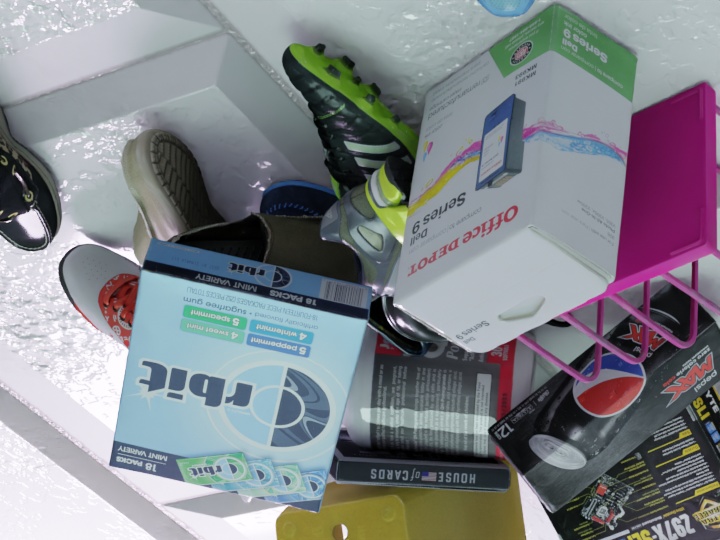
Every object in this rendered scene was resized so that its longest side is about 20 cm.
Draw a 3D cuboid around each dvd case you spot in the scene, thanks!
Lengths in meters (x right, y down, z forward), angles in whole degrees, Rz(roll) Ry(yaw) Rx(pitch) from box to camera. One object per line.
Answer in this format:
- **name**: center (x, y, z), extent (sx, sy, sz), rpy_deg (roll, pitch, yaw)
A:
- **dvd case**: center (0.038, 0.163, 1.859), extent (0.150, 0.025, 0.200), rpy_deg (4, -177, -9)

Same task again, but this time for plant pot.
- **plant pot**: center (0.030, 0.279, 1.936), extent (0.199, 0.201, 0.176), rpy_deg (-12, 170, 27)

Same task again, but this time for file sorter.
- **file sorter**: center (0.213, -0.018, 1.576), extent (0.200, 0.139, 0.125), rpy_deg (-24, 137, 39)

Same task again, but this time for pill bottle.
- **pill bottle**: center (0.048, 0.100, 1.805), extent (0.199, 0.111, 0.111), rpy_deg (4, 146, 6)

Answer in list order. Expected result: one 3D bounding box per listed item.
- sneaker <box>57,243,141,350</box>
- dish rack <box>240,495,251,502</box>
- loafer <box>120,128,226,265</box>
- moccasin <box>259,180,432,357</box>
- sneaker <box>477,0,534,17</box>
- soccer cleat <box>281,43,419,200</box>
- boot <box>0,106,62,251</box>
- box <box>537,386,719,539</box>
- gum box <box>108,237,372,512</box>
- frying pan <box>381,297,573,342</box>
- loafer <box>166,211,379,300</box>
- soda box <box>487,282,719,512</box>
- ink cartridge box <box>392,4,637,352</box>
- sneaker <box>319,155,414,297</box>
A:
- **sneaker**: center (-0.163, 0.042, 1.735), extent (0.201, 0.067, 0.108), rpy_deg (48, 159, 3)
- **dish rack**: center (-0.074, 0.084, 1.762), extent (0.043, 0.172, 0.200), rpy_deg (-2, 152, -15)
- **loafer**: center (-0.152, -0.036, 1.683), extent (0.068, 0.076, 0.200), rpy_deg (-8, 143, 14)
- **moccasin**: center (0.000, 0.000, 1.706), extent (0.200, 0.068, 0.080), rpy_deg (33, 140, -28)
- **sneaker**: center (0.073, -0.225, 1.345), extent (0.078, 0.090, 0.200), rpy_deg (-2, 145, 15)
- **soccer cleat**: center (-0.001, -0.092, 1.564), extent (0.081, 0.068, 0.200), rpy_deg (-41, 130, 12)
- **boot**: center (-0.302, -0.038, 1.643), extent (0.073, 0.154, 0.204), rpy_deg (-2, 144, 16)
- **box**: center (0.240, 0.173, 1.842), extent (0.200, 0.049, 0.160), rpy_deg (-31, 89, 42)
- **gum box**: center (-0.093, 0.082, 1.601), extent (0.169, 0.045, 0.201), rpy_deg (12, 127, -2)
- **frying pan**: center (0.093, 0.033, 1.721), extent (0.115, 0.031, 0.190), rpy_deg (-42, 128, 3)
- **loafer**: center (-0.063, -0.005, 1.610), extent (0.199, 0.076, 0.070), rpy_deg (-7, 162, -9)
- **soda box**: center (0.206, 0.103, 1.723), extent (0.200, 0.063, 0.071), rpy_deg (-39, 136, 0)
- **ink cartridge box**: center (0.109, -0.062, 1.476), extent (0.087, 0.201, 0.145), rpy_deg (29, 141, -27)
- **sneaker**: center (0.041, -0.005, 1.590), extent (0.081, 0.074, 0.200), rpy_deg (-23, 131, 19)
